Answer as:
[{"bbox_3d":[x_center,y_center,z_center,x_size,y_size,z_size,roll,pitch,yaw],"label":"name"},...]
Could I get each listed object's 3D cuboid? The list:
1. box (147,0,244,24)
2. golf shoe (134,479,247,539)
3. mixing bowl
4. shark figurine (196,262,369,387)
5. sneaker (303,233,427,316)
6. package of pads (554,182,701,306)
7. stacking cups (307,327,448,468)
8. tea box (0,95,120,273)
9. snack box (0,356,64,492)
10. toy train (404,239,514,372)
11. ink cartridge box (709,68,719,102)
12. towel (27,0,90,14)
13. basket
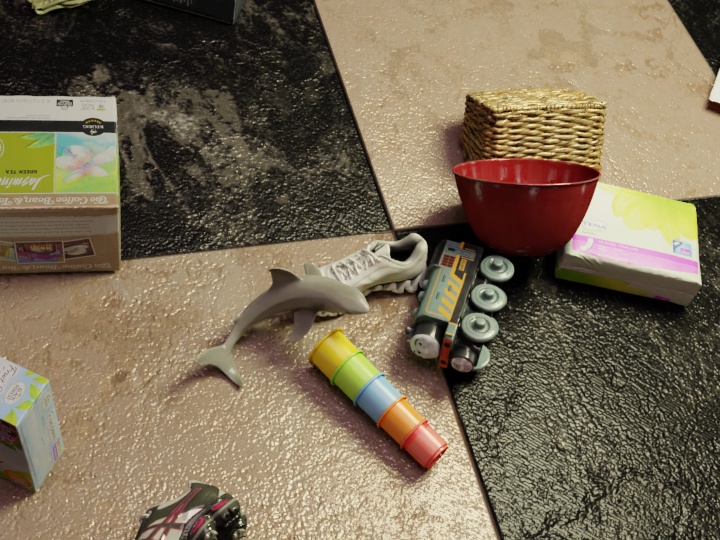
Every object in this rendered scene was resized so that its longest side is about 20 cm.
[{"bbox_3d":[-0.265,-0.526,1.702,0.195,0.124,0.201,16,52,-2],"label":"box"},{"bbox_3d":[-0.215,0.305,1.121,0.088,0.078,0.200,28,47,35],"label":"golf shoe"},{"bbox_3d":[0.223,-0.084,1.428,0.198,0.109,0.200,0,16,0],"label":"mixing bowl"},{"bbox_3d":[-0.110,0.039,1.294,0.213,0.090,0.129,-26,51,0],"label":"shark figurine"},{"bbox_3d":[0.000,0.000,1.381,0.199,0.081,0.075,-18,60,-22],"label":"sneaker"},{"bbox_3d":[0.380,-0.045,1.500,0.198,0.068,0.155,12,52,-3],"label":"package of pads"},{"bbox_3d":[0.020,0.161,1.281,0.060,0.061,0.200,-33,69,-30],"label":"stacking cups"},{"bbox_3d":[-0.409,-0.111,1.345,0.198,0.134,0.198,-2,54,-13],"label":"tea box"},{"bbox_3d":[-0.426,0.140,1.128,0.199,0.169,0.068,25,55,7],"label":"snack box"},{"bbox_3d":[0.130,0.045,1.373,0.113,0.086,0.201,15,49,10],"label":"toy train"},{"bbox_3d":[0.694,-0.286,1.771,0.199,0.050,0.163,20,52,15],"label":"ink cartridge box"},{"bbox_3d":[-0.458,-0.488,1.672,0.147,0.037,0.201,-11,55,-3],"label":"towel"},{"bbox_3d":[0.254,-0.192,1.590,0.198,0.150,0.143,-6,21,-15],"label":"basket"}]
